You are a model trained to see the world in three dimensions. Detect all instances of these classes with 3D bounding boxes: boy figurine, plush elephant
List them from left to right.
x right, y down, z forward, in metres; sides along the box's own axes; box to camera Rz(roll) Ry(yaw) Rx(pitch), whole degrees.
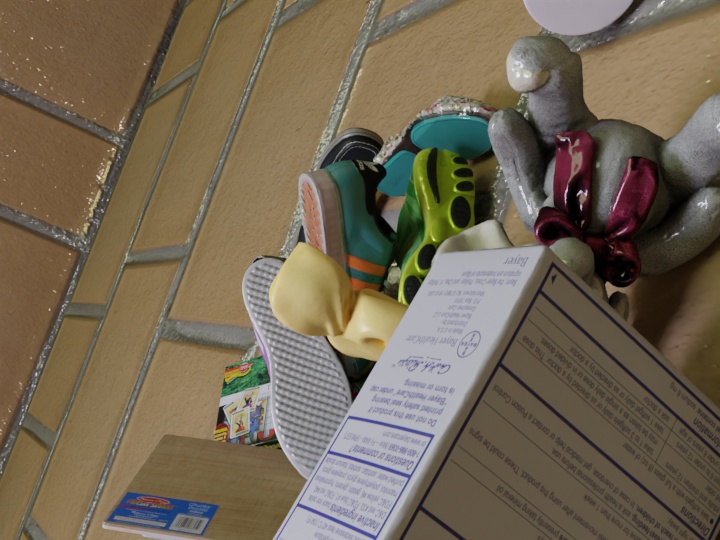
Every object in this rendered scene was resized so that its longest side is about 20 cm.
[{"bbox_3d":[0.020,0.040,0.826,0.124,0.198,0.065,-2,66,69],"label":"boy figurine"},{"bbox_3d":[0.136,-0.019,0.684,0.201,0.163,0.156,96,-160,-62],"label":"plush elephant"}]

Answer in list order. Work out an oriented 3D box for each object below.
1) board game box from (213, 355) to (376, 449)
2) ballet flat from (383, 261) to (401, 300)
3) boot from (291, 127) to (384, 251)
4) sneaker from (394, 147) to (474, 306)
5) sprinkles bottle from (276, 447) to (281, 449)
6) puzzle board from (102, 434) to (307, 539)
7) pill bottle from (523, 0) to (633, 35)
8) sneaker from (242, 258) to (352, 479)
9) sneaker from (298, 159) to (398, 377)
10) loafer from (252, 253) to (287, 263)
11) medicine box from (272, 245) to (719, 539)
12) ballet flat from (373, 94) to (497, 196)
[{"bbox_3d":[-0.052,0.115,1.036,0.198,0.023,0.106,-19,44,26],"label":"board game box"},{"bbox_3d":[0.001,0.037,1.068,0.201,0.046,0.068,-55,26,27],"label":"ballet flat"},{"bbox_3d":[-0.022,-0.030,1.145,0.155,0.072,0.205,-93,22,-45],"label":"boot"},{"bbox_3d":[0.067,-0.011,0.958,0.084,0.073,0.202,109,171,-57],"label":"sneaker"},{"bbox_3d":[-0.072,0.234,1.016,0.068,0.068,0.202,-45,31,42],"label":"sprinkles bottle"},{"bbox_3d":[-0.095,0.191,0.913,0.151,0.197,0.018,-63,-23,-68],"label":"puzzle board"},{"bbox_3d":[0.169,-0.295,0.919,0.114,0.113,0.202,-49,28,35],"label":"pill bottle"},{"bbox_3d":[-0.052,0.097,0.985,0.115,0.072,0.203,95,161,-69],"label":"sneaker"},{"bbox_3d":[0.000,0.000,0.953,0.071,0.079,0.202,-134,33,-54],"label":"sneaker"},{"bbox_3d":[-0.096,0.048,1.245,0.076,0.069,0.201,-57,24,21],"label":"loafer"},{"bbox_3d":[0.082,0.120,0.573,0.201,0.182,0.103,-57,23,-16],"label":"medicine box"},{"bbox_3d":[0.071,-0.131,1.042,0.199,0.075,0.065,-24,39,56],"label":"ballet flat"}]
